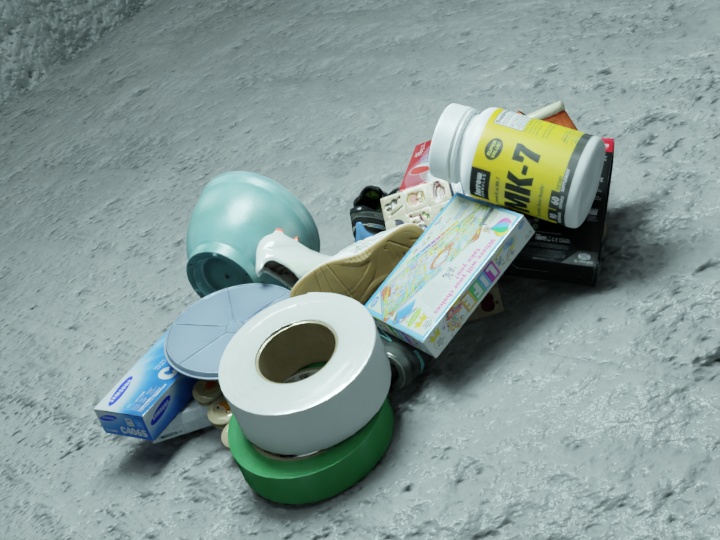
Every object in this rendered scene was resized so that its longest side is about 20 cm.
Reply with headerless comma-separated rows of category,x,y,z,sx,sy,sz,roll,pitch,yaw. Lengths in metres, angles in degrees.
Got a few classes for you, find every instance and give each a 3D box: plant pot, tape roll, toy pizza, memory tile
plant pot,-0.174,-0.024,1.868,0.198,0.202,0.135,-7,36,33
tape roll,-0.065,0.119,1.524,0.199,0.071,0.204,-14,38,11
toy pizza,-0.163,0.086,1.699,0.197,0.032,0.201,-9,33,6
memory tile,-0.121,0.166,1.642,0.152,0.017,0.200,-32,43,-12
tape roll,-0.060,0.186,1.538,0.197,0.049,0.202,-13,39,11

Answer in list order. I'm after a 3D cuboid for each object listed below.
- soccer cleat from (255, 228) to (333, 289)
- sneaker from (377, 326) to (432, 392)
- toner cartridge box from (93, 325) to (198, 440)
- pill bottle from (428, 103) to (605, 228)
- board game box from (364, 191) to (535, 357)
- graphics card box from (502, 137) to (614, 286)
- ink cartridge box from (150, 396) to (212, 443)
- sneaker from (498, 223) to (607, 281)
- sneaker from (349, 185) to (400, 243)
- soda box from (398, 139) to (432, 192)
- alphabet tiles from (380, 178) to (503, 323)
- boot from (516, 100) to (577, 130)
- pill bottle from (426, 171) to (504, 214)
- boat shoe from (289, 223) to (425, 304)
soccer cleat,-0.052,0.008,1.776,0.197,0.070,0.078,18,52,-5
sneaker,0.008,0.107,1.642,0.198,0.077,0.079,12,32,42
toner cartridge box,-0.259,0.142,1.727,0.094,0.044,0.200,1,37,35
pill bottle,0.192,-0.134,1.583,0.197,0.115,0.115,18,45,19
board game box,0.107,0.001,1.586,0.201,0.034,0.134,-50,36,-11
graphics card box,0.253,-0.082,1.639,0.123,0.051,0.202,7,58,11
ink cartridge box,-0.196,0.140,1.775,0.197,0.041,0.200,-18,29,7
sneaker,0.222,-0.042,1.681,0.197,0.076,0.071,-19,28,17
sneaker,0.037,-0.093,1.900,0.070,0.084,0.199,-15,12,26
soda box,0.111,-0.139,1.925,0.069,0.064,0.201,-18,21,17
alphabet tiles,0.090,-0.017,1.692,0.165,0.008,0.203,-18,70,18
boot,0.221,-0.170,1.853,0.197,0.109,0.075,-23,11,8
pill bottle,0.197,-0.105,1.759,0.197,0.112,0.112,-15,29,3
boat shoe,0.000,0.000,1.685,0.198,0.072,0.069,-27,11,4
